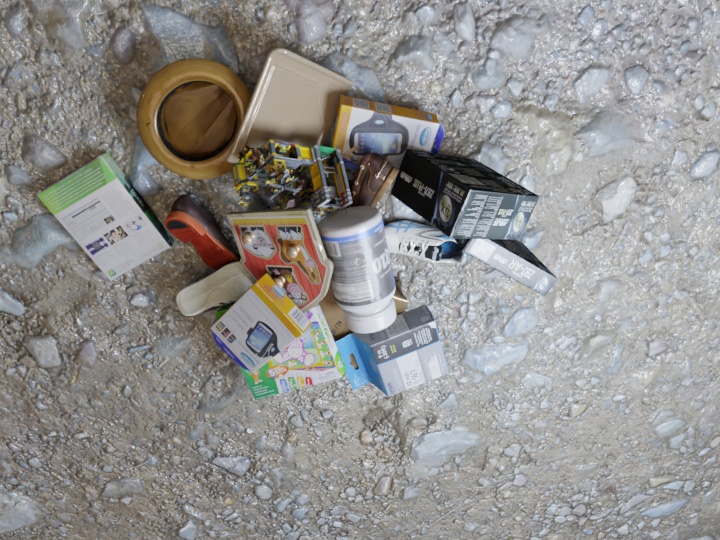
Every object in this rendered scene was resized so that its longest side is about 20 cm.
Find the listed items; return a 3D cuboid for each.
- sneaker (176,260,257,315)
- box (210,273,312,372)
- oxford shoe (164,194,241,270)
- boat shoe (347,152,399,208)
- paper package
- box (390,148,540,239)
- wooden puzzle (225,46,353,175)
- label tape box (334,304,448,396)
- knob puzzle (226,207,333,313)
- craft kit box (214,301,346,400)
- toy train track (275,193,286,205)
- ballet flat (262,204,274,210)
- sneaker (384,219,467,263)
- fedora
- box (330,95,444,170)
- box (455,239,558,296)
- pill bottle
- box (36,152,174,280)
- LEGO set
[{"bbox_3d":[-0.252,0.028,1.004,0.197,0.084,0.076,-16,93,11],"label":"sneaker"},{"bbox_3d":[-0.188,0.104,0.939,0.119,0.042,0.200,48,130,-5],"label":"box"},{"bbox_3d":[-0.276,-0.062,0.983,0.070,0.073,0.200,-11,141,24],"label":"oxford shoe"},{"bbox_3d":[0.003,-0.139,0.946,0.070,0.071,0.200,29,144,-4],"label":"boat shoe"},{"bbox_3d":[-0.028,0.090,1.069,0.189,0.104,0.202,20,112,-18],"label":"paper package"},{"bbox_3d":[0.182,-0.131,0.908,0.198,0.164,0.087,-3,124,-40],"label":"box"},{"bbox_3d":[-0.119,-0.256,0.878,0.184,0.037,0.201,2,127,-51],"label":"wooden puzzle"},{"bbox_3d":[0.063,0.172,1.033,0.198,0.066,0.145,-22,123,-4],"label":"label tape box"},{"bbox_3d":[-0.134,-0.005,0.886,0.217,0.030,0.222,16,128,21],"label":"knob puzzle"},{"bbox_3d":[-0.153,0.135,1.006,0.198,0.049,0.200,-19,100,17],"label":"craft kit box"},{"bbox_3d":[-0.081,-0.078,0.983,0.033,0.115,0.200,-44,92,10],"label":"toy train track"},{"bbox_3d":[-0.158,-0.037,1.022,0.063,0.067,0.203,-14,122,-31],"label":"ballet flat"},{"bbox_3d":[0.121,-0.052,1.034,0.197,0.073,0.073,6,118,-8],"label":"sneaker"},{"bbox_3d":[-0.269,-0.256,0.878,0.197,0.082,0.203,-3,117,-5],"label":"fedora"},{"bbox_3d":[0.050,-0.230,0.929,0.197,0.042,0.120,9,131,-9],"label":"box"},{"bbox_3d":[0.263,-0.044,1.005,0.198,0.161,0.044,26,110,-19],"label":"box"},{"bbox_3d":[0.000,0.000,0.913,0.112,0.114,0.202,-13,114,0],"label":"pill bottle"},{"bbox_3d":[-0.465,-0.095,0.963,0.143,0.036,0.201,-27,118,7],"label":"box"},{"bbox_3d":[-0.110,-0.131,0.871,0.153,0.117,0.199,-23,165,36],"label":"LEGO set"}]
